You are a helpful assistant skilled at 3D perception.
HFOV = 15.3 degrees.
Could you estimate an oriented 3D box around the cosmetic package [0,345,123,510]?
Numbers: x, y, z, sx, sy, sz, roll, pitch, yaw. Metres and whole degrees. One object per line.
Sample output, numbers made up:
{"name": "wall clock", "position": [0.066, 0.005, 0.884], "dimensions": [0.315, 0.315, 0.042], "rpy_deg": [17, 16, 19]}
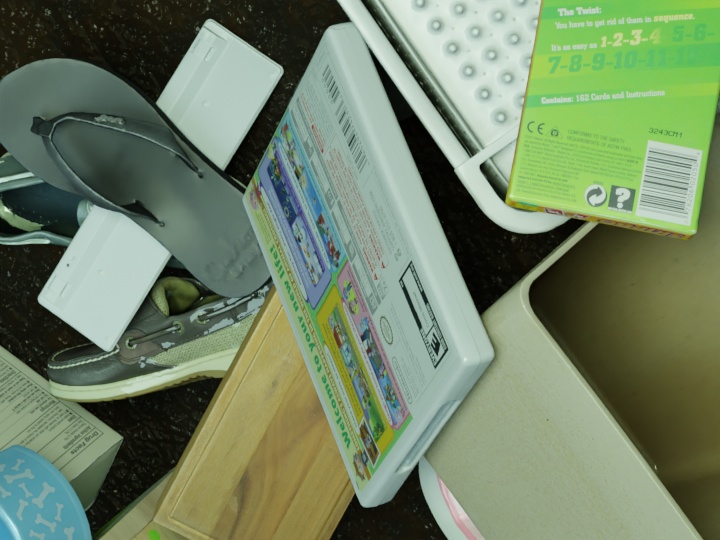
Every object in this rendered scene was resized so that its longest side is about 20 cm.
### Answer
{"name": "cosmetic package", "position": [-0.267, 0.096, 1.735], "dimensions": [0.200, 0.104, 0.073], "rpy_deg": [37, 129, 11]}

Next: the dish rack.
{"name": "dish rack", "position": [0.091, -0.139, 1.383], "dimensions": [0.172, 0.044, 0.200], "rpy_deg": [-35, 94, 0]}

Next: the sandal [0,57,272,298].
{"name": "sandal", "position": [-0.129, -0.059, 1.543], "dimensions": [0.200, 0.043, 0.076], "rpy_deg": [33, 101, 8]}

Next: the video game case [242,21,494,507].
{"name": "video game case", "position": [0.000, 0.000, 1.413], "dimensions": [0.200, 0.022, 0.182], "rpy_deg": [68, 154, 21]}

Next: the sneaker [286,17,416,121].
{"name": "sneaker", "position": [0.025, -0.113, 1.463], "dimensions": [0.091, 0.076, 0.200], "rpy_deg": [35, 130, 5]}

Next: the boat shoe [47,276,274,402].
{"name": "boat shoe", "position": [-0.109, 0.034, 1.630], "dimensions": [0.200, 0.073, 0.065], "rpy_deg": [-13, 103, 26]}

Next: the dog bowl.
{"name": "dog bowl", "position": [-0.257, 0.153, 1.646], "dimensions": [0.200, 0.050, 0.112], "rpy_deg": [19, 118, 30]}

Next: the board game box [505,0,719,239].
{"name": "board game box", "position": [0.136, -0.122, 1.335], "dimensions": [0.095, 0.030, 0.200], "rpy_deg": [11, 83, -1]}

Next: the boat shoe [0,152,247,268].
{"name": "boat shoe", "position": [-0.151, -0.030, 1.620], "dimensions": [0.200, 0.062, 0.073], "rpy_deg": [11, 120, 27]}

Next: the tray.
{"name": "tray", "position": [-0.033, 0.080, 1.561], "dimensions": [0.099, 0.037, 0.200], "rpy_deg": [27, 106, -6]}

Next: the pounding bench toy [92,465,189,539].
{"name": "pounding bench toy", "position": [-0.094, 0.208, 1.674], "dimensions": [0.156, 0.124, 0.200], "rpy_deg": [49, 129, -1]}

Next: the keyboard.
{"name": "keyboard", "position": [-0.118, -0.049, 1.570], "dimensions": [0.056, 0.011, 0.200], "rpy_deg": [34, 101, 6]}

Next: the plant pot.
{"name": "plant pot", "position": [0.144, 0.071, 1.423], "dimensions": [0.200, 0.200, 0.177], "rpy_deg": [53, 140, -3]}

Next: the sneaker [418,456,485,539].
{"name": "sneaker", "position": [0.129, 0.155, 1.537], "dimensions": [0.105, 0.075, 0.200], "rpy_deg": [-28, 109, 41]}
